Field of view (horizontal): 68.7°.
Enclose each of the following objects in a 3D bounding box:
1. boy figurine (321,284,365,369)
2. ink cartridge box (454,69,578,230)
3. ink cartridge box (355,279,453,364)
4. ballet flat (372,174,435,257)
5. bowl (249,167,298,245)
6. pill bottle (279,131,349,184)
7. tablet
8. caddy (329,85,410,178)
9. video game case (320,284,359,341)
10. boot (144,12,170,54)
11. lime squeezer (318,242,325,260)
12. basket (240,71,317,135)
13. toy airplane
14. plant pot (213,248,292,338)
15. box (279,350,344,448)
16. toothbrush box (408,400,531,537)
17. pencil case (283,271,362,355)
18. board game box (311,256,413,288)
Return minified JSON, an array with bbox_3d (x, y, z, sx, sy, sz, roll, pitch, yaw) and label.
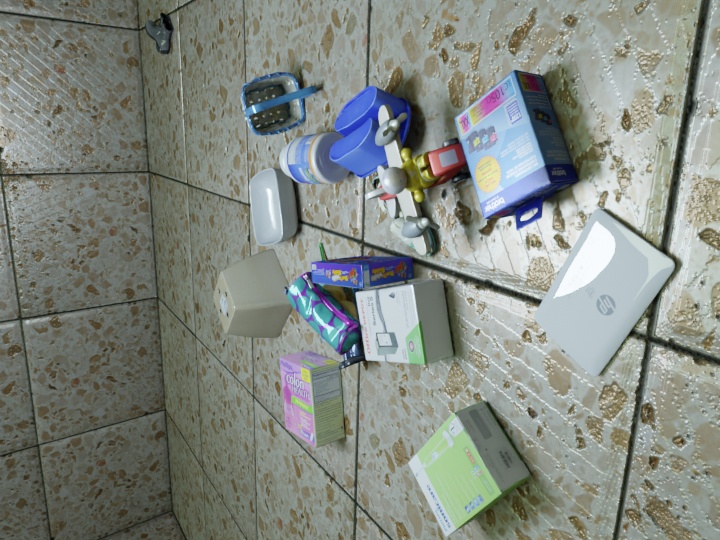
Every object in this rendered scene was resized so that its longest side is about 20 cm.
[{"bbox_3d":[-0.041,0.120,1.234,0.124,0.063,0.206,-30,74,57],"label":"boy figurine"},{"bbox_3d":[0.233,-0.168,0.789,0.136,0.074,0.207,-29,74,54],"label":"ink cartridge box"},{"bbox_3d":[0.083,0.104,1.057,0.198,0.082,0.151,-11,88,56],"label":"ink cartridge box"},{"bbox_3d":[0.077,-0.109,1.036,0.075,0.072,0.204,-53,54,46],"label":"ballet flat"},{"bbox_3d":[-0.240,-0.178,1.487,0.197,0.073,0.208,-4,94,56],"label":"bowl"},{"bbox_3d":[-0.114,-0.263,1.249,0.198,0.109,0.116,12,107,54],"label":"pill bottle"},{"bbox_3d":[0.330,0.034,0.738,0.131,0.013,0.204,50,135,38],"label":"tablet"},{"bbox_3d":[0.023,-0.272,1.056,0.198,0.103,0.146,-14,62,56],"label":"caddy"},{"bbox_3d":[-0.057,0.099,1.322,0.198,0.017,0.148,-17,83,56],"label":"video game case"},{"bbox_3d":[-0.842,-1.028,2.224,0.202,0.069,0.133,54,135,19],"label":"boot"},{"bbox_3d":[-0.107,0.024,1.317,0.038,0.069,0.204,120,172,-52],"label":"lime squeezer"},{"bbox_3d":[-0.211,-0.418,1.319,0.199,0.172,0.143,15,125,67],"label":"basket"},{"bbox_3d":[0.075,-0.158,0.915,0.198,0.139,0.204,37,123,28],"label":"toy airplane"},{"bbox_3d":[-0.335,0.082,1.594,0.204,0.173,0.202,62,141,27],"label":"plant pot"},{"bbox_3d":[-0.132,0.338,1.414,0.174,0.094,0.208,6,101,55],"label":"box"},{"bbox_3d":[0.188,0.359,0.952,0.148,0.084,0.203,58,138,30],"label":"toothbrush box"},{"bbox_3d":[-0.080,0.091,1.171,0.199,0.084,0.094,41,142,27],"label":"pencil case"},{"bbox_3d":[0.000,0.000,1.115,0.198,0.131,0.047,4,100,55],"label":"board game box"}]
